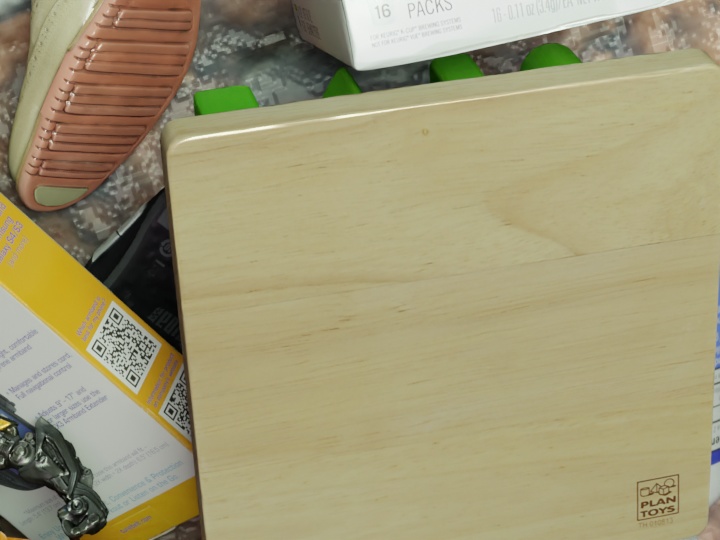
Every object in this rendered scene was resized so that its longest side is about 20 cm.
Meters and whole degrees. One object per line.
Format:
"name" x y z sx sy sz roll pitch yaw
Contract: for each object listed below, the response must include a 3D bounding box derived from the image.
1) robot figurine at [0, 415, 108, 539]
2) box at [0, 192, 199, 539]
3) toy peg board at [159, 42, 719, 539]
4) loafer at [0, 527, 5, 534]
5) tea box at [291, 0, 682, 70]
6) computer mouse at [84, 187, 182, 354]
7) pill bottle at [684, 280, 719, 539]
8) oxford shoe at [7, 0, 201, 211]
"robot figurine" -0.134 0.145 0.741 0.200 0.058 0.145 39 89 11
"box" -0.148 0.036 0.784 0.119 0.042 0.200 -29 114 39
"toy peg board" 0.027 0.010 0.737 0.198 0.098 0.201 -8 118 -9
"loafer" -0.164 0.127 0.817 0.063 0.072 0.200 -47 69 19
"tea box" 0.028 -0.193 0.756 0.133 0.200 0.198 -13 102 -5
"computer mouse" -0.117 0.005 0.850 0.140 0.046 0.200 32 105 -18
"pill bottle" 0.110 0.047 0.854 0.111 0.112 0.202 -2 101 -8
"oxford shoe" -0.111 -0.123 0.828 0.074 0.071 0.201 34 106 28
